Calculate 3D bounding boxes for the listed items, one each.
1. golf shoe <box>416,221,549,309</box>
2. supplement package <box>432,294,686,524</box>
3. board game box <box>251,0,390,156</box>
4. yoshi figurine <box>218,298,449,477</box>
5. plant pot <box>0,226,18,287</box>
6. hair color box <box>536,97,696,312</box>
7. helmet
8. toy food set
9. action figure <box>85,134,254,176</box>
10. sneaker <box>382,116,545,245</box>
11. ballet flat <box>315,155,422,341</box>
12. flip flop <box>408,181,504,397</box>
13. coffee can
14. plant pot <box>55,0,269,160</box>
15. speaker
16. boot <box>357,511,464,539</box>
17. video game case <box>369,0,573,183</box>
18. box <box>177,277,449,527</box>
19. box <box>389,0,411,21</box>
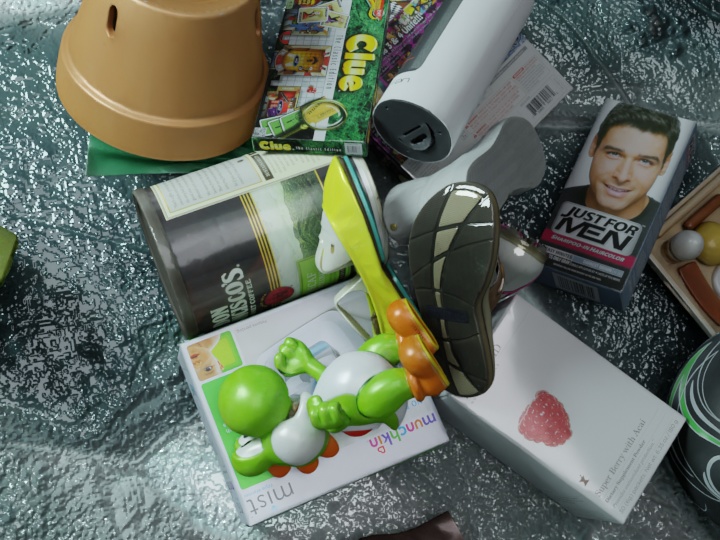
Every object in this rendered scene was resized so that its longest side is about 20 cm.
[{"bbox_3d":[0.110,0.011,0.944,0.073,0.200,0.092,31,74,-9],"label":"golf shoe"},{"bbox_3d":[0.181,0.134,0.975,0.200,0.120,0.121,36,77,-2],"label":"supplement package"},{"bbox_3d":[-0.033,-0.188,0.952,0.105,0.023,0.200,4,54,5],"label":"board game box"},{"bbox_3d":[-0.036,0.096,0.837,0.200,0.112,0.112,-32,72,10],"label":"yoshi figurine"},{"bbox_3d":[-0.409,-0.005,0.879,0.190,0.200,0.200,21,76,-19],"label":"plant pot"},{"bbox_3d":[0.261,-0.069,1.038,0.099,0.061,0.200,21,74,24],"label":"hair color box"},{"bbox_3d":[0.389,0.148,0.972,0.200,0.200,0.191,-2,41,-10],"label":"helmet"},{"bbox_3d":[0.404,-0.030,1.075,0.200,0.060,0.144,-39,88,-14],"label":"toy food set"},{"bbox_3d":[-0.162,-0.131,0.998,0.200,0.055,0.118,7,77,-13],"label":"action figure"},{"bbox_3d":[0.093,-0.084,0.947,0.200,0.116,0.074,-34,103,-54],"label":"sneaker"},{"bbox_3d":[0.000,0.000,0.876,0.067,0.067,0.200,-26,113,1],"label":"ballet flat"},{"bbox_3d":[0.091,0.015,0.860,0.058,0.081,0.200,-37,129,-45],"label":"flip flop"},{"bbox_3d":[-0.093,-0.038,0.945,0.200,0.146,0.146,-21,84,-13],"label":"coffee can"},{"bbox_3d":[-0.174,-0.219,0.927,0.200,0.140,0.200,9,47,-10],"label":"plant pot"},{"bbox_3d":[0.089,-0.196,0.941,0.081,0.081,0.200,32,63,-3],"label":"speaker"},{"bbox_3d":[0.043,0.341,0.936,0.166,0.072,0.200,-17,79,-10],"label":"boot"},{"bbox_3d":[0.086,-0.180,1.019,0.181,0.036,0.200,44,75,-3],"label":"video game case"},{"bbox_3d":[-0.048,0.121,0.951,0.200,0.097,0.177,-20,81,-14],"label":"box"},{"bbox_3d":[0.018,-0.235,1.055,0.200,0.039,0.137,11,78,-9],"label":"box"}]
